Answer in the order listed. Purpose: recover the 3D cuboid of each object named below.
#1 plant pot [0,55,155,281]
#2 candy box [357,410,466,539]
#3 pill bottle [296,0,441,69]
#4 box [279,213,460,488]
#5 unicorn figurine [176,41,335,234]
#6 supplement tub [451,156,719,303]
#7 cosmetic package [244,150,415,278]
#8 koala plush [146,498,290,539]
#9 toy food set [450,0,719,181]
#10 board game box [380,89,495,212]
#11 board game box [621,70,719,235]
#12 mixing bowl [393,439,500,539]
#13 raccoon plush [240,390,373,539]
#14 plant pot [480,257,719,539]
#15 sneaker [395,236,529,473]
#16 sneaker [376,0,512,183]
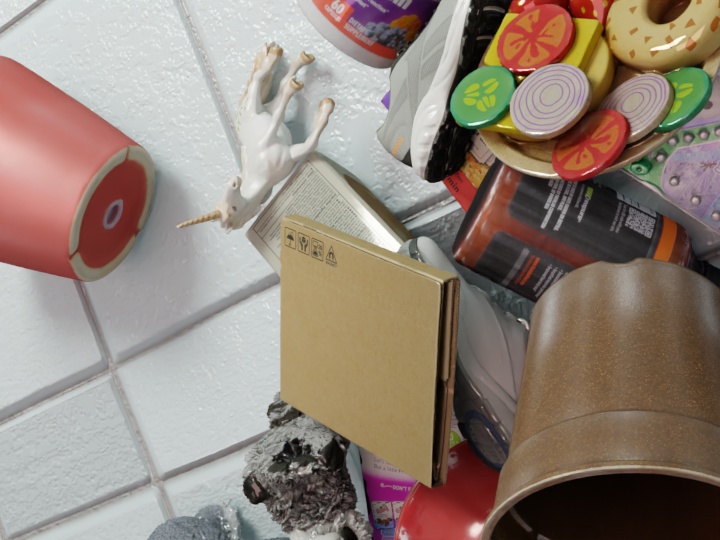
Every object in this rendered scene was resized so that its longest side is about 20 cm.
[{"bbox_3d":[-0.312,-0.086,1.248,0.177,0.200,0.201,23,108,15],"label":"plant pot"},{"bbox_3d":[0.069,0.153,1.119,0.136,0.061,0.201,-5,95,31],"label":"candy box"},{"bbox_3d":[0.044,-0.273,1.042,0.112,0.111,0.200,50,118,15],"label":"pill bottle"},{"bbox_3d":[0.000,0.058,0.994,0.200,0.021,0.164,23,118,48],"label":"box"},{"bbox_3d":[-0.084,-0.116,1.126,0.074,0.200,0.138,29,115,-13],"label":"unicorn figurine"},{"bbox_3d":[0.178,-0.011,0.982,0.199,0.107,0.107,27,112,-1],"label":"supplement tub"},{"bbox_3d":[0.000,0.000,1.090,0.105,0.071,0.200,-48,55,11],"label":"cosmetic package"},{"bbox_3d":[-0.137,0.297,1.198,0.200,0.177,0.184,30,132,41],"label":"koala plush"},{"bbox_3d":[0.167,-0.150,0.919,0.199,0.049,0.199,13,70,38],"label":"toy food set"},{"bbox_3d":[0.133,-0.150,1.045,0.200,0.046,0.152,-44,75,27],"label":"board game box"},{"bbox_3d":[0.311,-0.110,0.932,0.200,0.026,0.200,35,113,7],"label":"board game box"},{"bbox_3d":[0.129,0.234,1.012,0.199,0.108,0.201,0,92,-4],"label":"mixing bowl"},{"bbox_3d":[-0.027,0.191,1.140,0.096,0.200,0.134,-17,112,20],"label":"raccoon plush"},{"bbox_3d":[0.187,0.113,0.877,0.199,0.199,0.201,5,137,5],"label":"plant pot"},{"bbox_3d":[0.092,0.058,0.986,0.200,0.087,0.074,60,151,-9],"label":"sneaker"},{"bbox_3d":[0.064,-0.174,1.015,0.079,0.074,0.201,31,111,29],"label":"sneaker"}]
